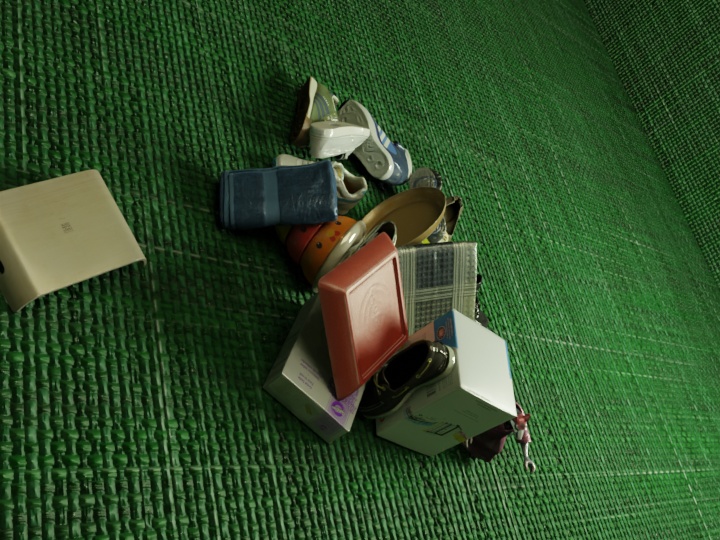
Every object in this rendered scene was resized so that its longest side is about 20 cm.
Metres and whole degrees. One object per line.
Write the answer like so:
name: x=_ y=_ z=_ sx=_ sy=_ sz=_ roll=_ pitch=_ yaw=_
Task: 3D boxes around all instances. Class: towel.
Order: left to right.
towel: x=-0.135 y=-0.124 z=1.277 sx=0.195 sy=0.049 sz=0.114 roll=-4 pitch=57 yaw=-3
towel: x=0.123 y=0.048 z=1.402 sx=0.188 sy=0.034 sz=0.205 roll=-6 pitch=107 yaw=-22

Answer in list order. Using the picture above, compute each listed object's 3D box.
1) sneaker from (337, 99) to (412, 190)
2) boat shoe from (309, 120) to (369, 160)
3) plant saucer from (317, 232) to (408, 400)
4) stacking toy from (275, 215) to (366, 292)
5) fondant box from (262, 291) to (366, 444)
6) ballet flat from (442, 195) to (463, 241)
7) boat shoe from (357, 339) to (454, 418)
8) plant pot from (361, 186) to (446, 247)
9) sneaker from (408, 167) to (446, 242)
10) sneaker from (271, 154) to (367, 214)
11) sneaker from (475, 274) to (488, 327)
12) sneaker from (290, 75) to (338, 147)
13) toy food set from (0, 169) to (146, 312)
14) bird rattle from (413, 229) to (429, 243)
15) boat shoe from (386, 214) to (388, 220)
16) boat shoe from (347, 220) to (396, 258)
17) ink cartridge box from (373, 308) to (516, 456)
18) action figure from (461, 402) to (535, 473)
sneaker: x=0.038 y=-0.267 z=1.657 sx=0.202 sy=0.080 sz=0.145 roll=59 pitch=24 yaw=18
boat shoe: x=-0.040 y=-0.251 z=1.507 sx=0.070 sy=0.070 sz=0.200 roll=16 pitch=18 yaw=16
plant saucer: x=0.016 y=0.070 z=1.204 sx=0.199 sy=0.036 sz=0.204 roll=-38 pitch=126 yaw=-50
stacking toy: x=-0.101 y=-0.072 z=1.331 sx=0.198 sy=0.147 sz=0.146 roll=36 pitch=37 yaw=7
fondant box: x=-0.057 y=0.150 z=1.237 sx=0.144 sy=0.058 sz=0.202 roll=42 pitch=40 yaw=-16
ballet flat: x=0.194 y=-0.113 z=1.722 sx=0.067 sy=0.046 sz=0.201 roll=46 pitch=38 yaw=-10
boat shoe: x=0.057 y=0.170 z=1.226 sx=0.060 sy=0.200 sz=0.073 roll=27 pitch=37 yaw=-38
plant pot: x=0.077 y=-0.088 z=1.464 sx=0.028 sy=0.196 sz=0.202 roll=58 pitch=33 yaw=-28
sneaker: x=0.138 y=-0.129 z=1.636 sx=0.072 sy=0.088 sz=0.204 roll=0 pitch=59 yaw=0
sneaker: x=-0.077 y=-0.176 z=1.444 sx=0.197 sy=0.080 sz=0.078 roll=19 pitch=51 yaw=-37
sneaker: x=0.218 y=0.048 z=1.578 sx=0.198 sy=0.104 sz=0.061 roll=36 pitch=40 yaw=-23
sneaker: x=-0.082 y=-0.307 z=1.547 sx=0.089 sy=0.067 sz=0.203 roll=28 pitch=41 yaw=-23
toy food set: x=-0.397 y=-0.042 z=1.019 sx=0.198 sy=0.060 sz=0.145 roll=-26 pitch=83 yaw=-45
bird rattle: x=0.109 y=0.027 z=1.473 sx=0.160 sy=0.204 sz=0.113 roll=-16 pitch=30 yaw=-22
boat shoe: x=0.075 y=-0.079 z=1.551 sx=0.074 sy=0.064 sz=0.203 roll=45 pitch=38 yaw=-12
boat shoe: x=0.000 y=0.000 z=1.269 sx=0.070 sy=0.064 sz=0.202 roll=29 pitch=63 yaw=1
ink cartridge box: x=0.136 y=0.195 z=1.297 sx=0.143 sy=0.199 sz=0.150 roll=28 pitch=43 yaw=-32
action figure: x=0.248 y=0.269 z=1.361 sx=0.132 sy=0.200 sz=0.151 roll=30 pitch=59 yaw=-10
